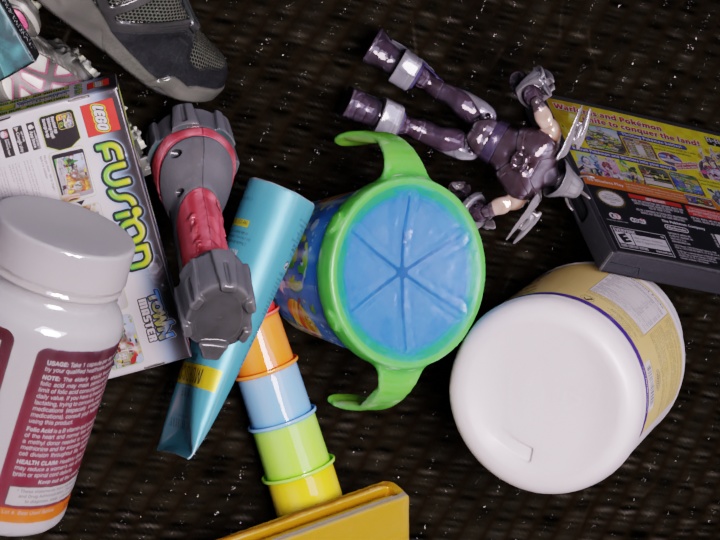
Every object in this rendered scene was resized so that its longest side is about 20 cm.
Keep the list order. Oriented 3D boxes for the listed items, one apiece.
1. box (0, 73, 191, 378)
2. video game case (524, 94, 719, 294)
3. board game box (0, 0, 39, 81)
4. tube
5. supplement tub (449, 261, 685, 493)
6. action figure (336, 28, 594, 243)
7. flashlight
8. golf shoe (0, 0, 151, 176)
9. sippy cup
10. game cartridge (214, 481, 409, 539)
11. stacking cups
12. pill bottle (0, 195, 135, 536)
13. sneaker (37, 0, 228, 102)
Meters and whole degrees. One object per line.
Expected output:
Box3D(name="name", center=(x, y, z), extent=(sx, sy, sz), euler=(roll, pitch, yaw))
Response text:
Box3D(name="box", center=(-0.192, -0.022, 1.564), extent=(0.109, 0.035, 0.201), euler=(-14, 111, -3))
Box3D(name="video game case", center=(0.240, -0.055, 1.803), extent=(0.199, 0.026, 0.181), euler=(10, 41, -30))
Box3D(name="board game box", center=(-0.317, -0.193, 1.500), extent=(0.135, 0.028, 0.201), euler=(-27, 106, 6))
Box3D(name="tube", center=(-0.092, 0.036, 1.611), extent=(0.050, 0.077, 0.201), euler=(24, 82, -15))
Box3D(name="supplement tub", center=(0.160, 0.073, 1.712), extent=(0.200, 0.144, 0.147), euler=(-28, 109, -68))
Box3D(name="action figure", center=(0.086, -0.104, 1.717), extent=(0.199, 0.069, 0.131), euler=(28, 92, -2))
Box3D(name="flashlight", center=(-0.106, -0.033, 1.571), extent=(0.068, 0.201, 0.068), euler=(-33, 126, 13))
Box3D(name="golf shoe", center=(-0.226, -0.127, 1.578), extent=(0.088, 0.077, 0.200), euler=(-42, 107, -4))
Box3D(name="sippy cup", center=(0.000, 0.000, 1.666), extent=(0.140, 0.130, 0.179), euler=(41, 70, -27))
Box3D(name="game cartridge", center=(-0.043, 0.266, 1.669), extent=(0.175, 0.032, 0.202), euler=(-16, 121, -30))
Box3D(name="stacking cups", center=(-0.060, 0.089, 1.681), extent=(0.060, 0.060, 0.202), euler=(-19, 97, -29))
Box3D(name="pill bottle", center=(-0.221, 0.061, 1.510), extent=(0.113, 0.114, 0.201), euler=(9, 111, -30))
Box3D(name="sneaker", center=(-0.136, -0.194, 1.581), extent=(0.114, 0.076, 0.199), euler=(-39, 133, 13))
